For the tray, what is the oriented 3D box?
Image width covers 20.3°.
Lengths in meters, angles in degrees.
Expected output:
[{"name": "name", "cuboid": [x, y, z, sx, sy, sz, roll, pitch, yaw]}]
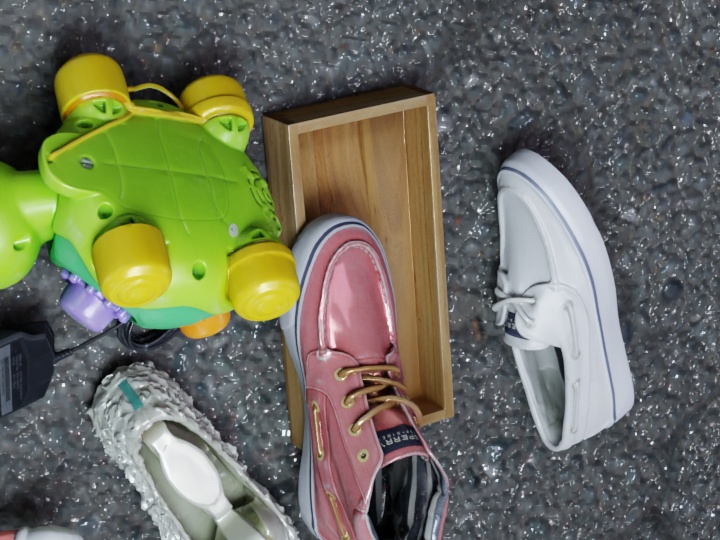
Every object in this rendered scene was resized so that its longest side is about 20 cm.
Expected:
[{"name": "tray", "cuboid": [0.000, 0.000, 1.173, 0.098, 0.037, 0.202, -14, 111, -28]}]

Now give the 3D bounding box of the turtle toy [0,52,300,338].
[{"name": "turtle toy", "cuboid": [-0.129, -0.027, 1.035, 0.198, 0.147, 0.101, 6, 142, -33]}]

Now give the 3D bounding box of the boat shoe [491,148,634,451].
[{"name": "boat shoe", "cuboid": [0.116, 0.024, 1.230, 0.065, 0.073, 0.201, -34, 118, -24]}]

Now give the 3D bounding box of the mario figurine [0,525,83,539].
[{"name": "mario figurine", "cuboid": [-0.217, 0.178, 1.043, 0.200, 0.106, 0.123, 37, 118, -27]}]

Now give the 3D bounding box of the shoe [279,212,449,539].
[{"name": "shoe", "cuboid": [0.007, 0.073, 1.122, 0.071, 0.091, 0.202, -11, 110, -29]}]

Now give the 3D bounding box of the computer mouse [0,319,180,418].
[{"name": "computer mouse", "cuboid": [-0.161, 0.034, 1.087, 0.199, 0.034, 0.059, -23, 139, -33]}]

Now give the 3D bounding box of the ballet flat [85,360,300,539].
[{"name": "ballet flat", "cuboid": [-0.086, 0.136, 1.142, 0.072, 0.072, 0.200, -45, 123, -13]}]
